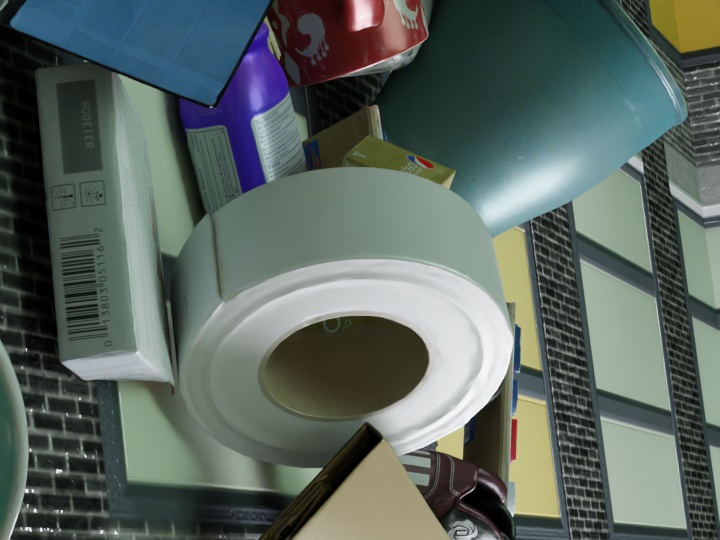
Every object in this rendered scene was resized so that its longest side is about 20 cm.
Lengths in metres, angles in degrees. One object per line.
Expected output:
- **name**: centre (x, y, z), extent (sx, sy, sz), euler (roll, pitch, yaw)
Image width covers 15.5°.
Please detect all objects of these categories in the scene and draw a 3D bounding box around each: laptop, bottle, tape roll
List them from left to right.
- **laptop**: centre (-0.139, -0.205, 1.436), extent (0.188, 0.115, 0.201), euler (-70, 147, -61)
- **bottle**: centre (-0.077, -0.097, 1.674), extent (0.084, 0.065, 0.201), euler (-50, 128, -65)
- **tape roll**: centre (-0.013, 0.031, 1.565), extent (0.203, 0.201, 0.071), euler (61, 16, -49)

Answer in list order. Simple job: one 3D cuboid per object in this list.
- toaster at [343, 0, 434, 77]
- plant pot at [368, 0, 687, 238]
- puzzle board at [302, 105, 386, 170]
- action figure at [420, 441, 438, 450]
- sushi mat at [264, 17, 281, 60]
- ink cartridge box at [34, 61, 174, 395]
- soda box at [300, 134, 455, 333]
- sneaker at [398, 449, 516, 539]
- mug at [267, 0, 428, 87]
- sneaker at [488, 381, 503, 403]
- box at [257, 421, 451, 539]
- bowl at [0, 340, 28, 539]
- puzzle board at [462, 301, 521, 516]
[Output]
- **toaster**: centre (-0.006, -0.230, 1.909), extent (0.201, 0.113, 0.130), euler (-81, 158, -46)
- **plant pot**: centre (0.107, -0.124, 1.966), extent (0.200, 0.188, 0.200), euler (48, -3, 3)
- **puzzle board**: centre (0.000, 0.000, 1.801), extent (0.151, 0.017, 0.202), euler (160, -77, -70)
- **action figure**: centre (0.041, 0.155, 1.941), extent (0.130, 0.069, 0.201), euler (37, 43, -60)
- **sushi mat**: centre (-0.098, -0.231, 1.691), extent (0.096, 0.012, 0.201), euler (39, -28, 57)
- **ink cartridge box**: centre (-0.141, -0.017, 1.488), extent (0.200, 0.047, 0.161), euler (83, 0, -80)
- **soda box**: centre (-0.006, 0.021, 1.689), extent (0.068, 0.064, 0.201), euler (-44, 155, -70)
- **sneaker**: centre (0.043, 0.186, 1.754), extent (0.201, 0.115, 0.076), euler (97, -3, -55)
- **mug**: centre (-0.039, -0.226, 1.720), extent (0.178, 0.133, 0.201), euler (-63, 136, -72)
- **sneaker**: centre (0.037, 0.013, 1.961), extent (0.086, 0.080, 0.201), euler (-17, 83, -88)
- **box**: centre (-0.012, 0.203, 1.629), extent (0.164, 0.021, 0.200), euler (-47, 143, -13)
- **bowl**: centre (-0.220, 0.041, 0.945), extent (0.105, 0.199, 0.202), euler (-109, 180, -60)
- **puzzle board**: centre (0.098, 0.137, 1.996), extent (0.151, 0.017, 0.202), euler (122, -27, -74)
